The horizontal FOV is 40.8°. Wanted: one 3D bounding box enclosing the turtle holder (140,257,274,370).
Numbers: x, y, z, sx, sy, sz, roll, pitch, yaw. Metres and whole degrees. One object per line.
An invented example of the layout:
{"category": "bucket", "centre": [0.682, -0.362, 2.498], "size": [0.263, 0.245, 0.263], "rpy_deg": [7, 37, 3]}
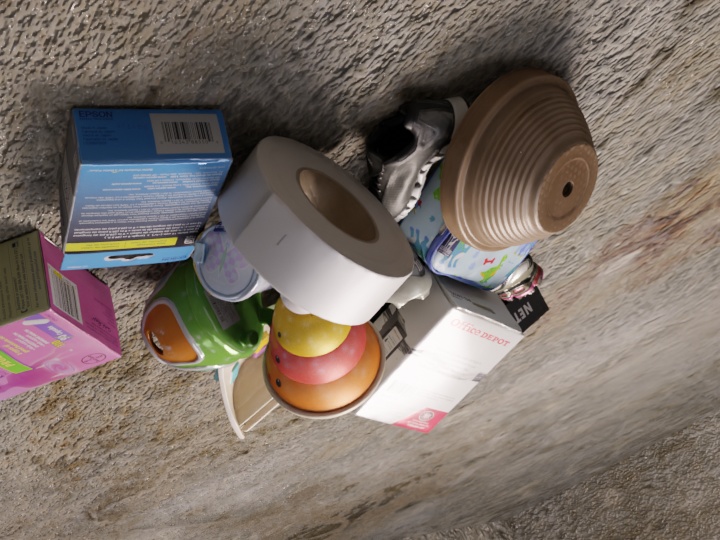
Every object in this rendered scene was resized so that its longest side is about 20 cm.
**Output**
{"category": "turtle holder", "centre": [-0.187, 0.042, 1.168], "size": [0.131, 0.186, 0.141], "rpy_deg": [-27, 122, 19]}

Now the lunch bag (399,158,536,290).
{"category": "lunch bag", "centre": [0.146, -0.065, 1.158], "size": [0.161, 0.082, 0.199], "rpy_deg": [-54, 147, 10]}

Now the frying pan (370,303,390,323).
{"category": "frying pan", "centre": [0.018, 0.111, 1.293], "size": [0.114, 0.031, 0.191], "rpy_deg": [-35, 118, -20]}

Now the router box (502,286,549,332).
{"category": "router box", "centre": [0.169, 0.099, 1.460], "size": [0.199, 0.053, 0.157], "rpy_deg": [-33, -174, -42]}

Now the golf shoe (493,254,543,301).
{"category": "golf shoe", "centre": [0.164, 0.014, 1.418], "size": [0.199, 0.073, 0.092], "rpy_deg": [-28, 123, 32]}

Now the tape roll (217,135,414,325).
{"category": "tape roll", "centre": [-0.043, -0.042, 0.968], "size": [0.071, 0.203, 0.201], "rpy_deg": [-47, 145, 22]}

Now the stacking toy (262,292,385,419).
{"category": "stacking toy", "centre": [-0.052, 0.056, 1.053], "size": [0.144, 0.147, 0.201], "rpy_deg": [-16, 144, -3]}

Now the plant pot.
{"category": "plant pot", "centre": [0.184, -0.102, 1.019], "size": [0.200, 0.092, 0.203], "rpy_deg": [-26, 132, -32]}

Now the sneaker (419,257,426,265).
{"category": "sneaker", "centre": [0.024, -0.019, 1.245], "size": [0.198, 0.061, 0.104], "rpy_deg": [-26, 159, 26]}

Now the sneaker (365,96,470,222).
{"category": "sneaker", "centre": [0.035, -0.118, 1.044], "size": [0.090, 0.067, 0.200], "rpy_deg": [3, 146, -30]}

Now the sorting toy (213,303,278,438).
{"category": "sorting toy", "centre": [-0.128, 0.108, 1.303], "size": [0.200, 0.107, 0.180], "rpy_deg": [-40, 161, -11]}

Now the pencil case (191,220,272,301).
{"category": "pencil case", "centre": [-0.096, -0.022, 1.059], "size": [0.090, 0.084, 0.199], "rpy_deg": [0, -172, 29]}

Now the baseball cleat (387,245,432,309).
{"category": "baseball cleat", "centre": [0.000, 0.000, 1.161], "size": [0.199, 0.107, 0.070], "rpy_deg": [-13, -161, 43]}

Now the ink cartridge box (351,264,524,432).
{"category": "ink cartridge box", "centre": [0.087, 0.103, 1.230], "size": [0.144, 0.084, 0.200], "rpy_deg": [22, 119, -40]}

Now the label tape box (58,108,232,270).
{"category": "label tape box", "centre": [-0.221, -0.077, 0.957], "size": [0.142, 0.067, 0.200], "rpy_deg": [-5, 155, -25]}

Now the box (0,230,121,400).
{"category": "box", "centre": [-0.401, 0.062, 1.087], "size": [0.198, 0.098, 0.176], "rpy_deg": [-19, 156, 4]}
